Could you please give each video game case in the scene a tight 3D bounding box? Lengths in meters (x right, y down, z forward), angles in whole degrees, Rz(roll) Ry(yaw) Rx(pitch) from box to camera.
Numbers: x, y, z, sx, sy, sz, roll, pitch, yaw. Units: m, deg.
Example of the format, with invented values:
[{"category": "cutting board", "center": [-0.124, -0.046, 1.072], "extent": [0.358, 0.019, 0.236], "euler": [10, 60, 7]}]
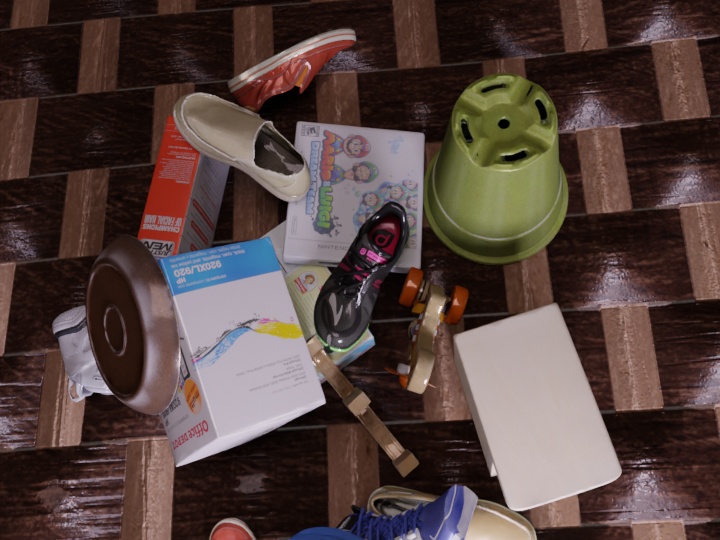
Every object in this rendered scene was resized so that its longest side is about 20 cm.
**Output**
[{"category": "video game case", "center": [-0.006, -0.099, 1.021], "extent": [0.176, 0.024, 0.205], "euler": [5, 67, -2]}]

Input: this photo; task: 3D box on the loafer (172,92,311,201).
[{"category": "loafer", "center": [-0.142, -0.165, 0.968], "extent": [0.197, 0.068, 0.077], "euler": [30, 64, -9]}]

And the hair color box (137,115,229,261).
[{"category": "hair color box", "center": [-0.232, -0.085, 1.018], "extent": [0.062, 0.111, 0.206], "euler": [5, 71, 9]}]

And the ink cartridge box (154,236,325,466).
[{"category": "ink cartridge box", "center": [-0.158, 0.094, 0.887], "extent": [0.142, 0.147, 0.205], "euler": [-13, 75, -37]}]

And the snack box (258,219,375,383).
[{"category": "snack box", "center": [-0.080, 0.043, 0.995], "extent": [0.115, 0.037, 0.202], "euler": [-33, 71, -6]}]

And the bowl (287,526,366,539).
[{"category": "bowl", "center": [-0.014, 0.359, 0.813], "extent": [0.198, 0.204, 0.039], "euler": [30, 36, 16]}]

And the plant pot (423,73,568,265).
[{"category": "plant pot", "center": [0.171, -0.137, 0.948], "extent": [0.194, 0.191, 0.206], "euler": [-2, 70, 5]}]

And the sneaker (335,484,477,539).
[{"category": "sneaker", "center": [0.031, 0.291, 0.817], "extent": [0.114, 0.202, 0.081], "euler": [33, 35, 4]}]

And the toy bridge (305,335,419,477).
[{"category": "toy bridge", "center": [-0.006, 0.157, 0.927], "extent": [0.027, 0.067, 0.201], "euler": [-39, 92, -7]}]

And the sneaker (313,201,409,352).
[{"category": "sneaker", "center": [0.000, 0.000, 0.923], "extent": [0.075, 0.084, 0.204], "euler": [23, 68, 6]}]

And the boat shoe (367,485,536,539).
[{"category": "boat shoe", "center": [0.102, 0.289, 0.870], "extent": [0.194, 0.076, 0.074], "euler": [7, 71, 9]}]

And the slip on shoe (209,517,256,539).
[{"category": "slip on shoe", "center": [-0.142, 0.386, 0.874], "extent": [0.072, 0.061, 0.205], "euler": [-8, 69, 5]}]

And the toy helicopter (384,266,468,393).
[{"category": "toy helicopter", "center": [0.067, 0.090, 0.890], "extent": [0.077, 0.200, 0.135], "euler": [21, 109, 0]}]

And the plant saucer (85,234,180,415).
[{"category": "plant saucer", "center": [-0.263, 0.064, 0.865], "extent": [0.032, 0.201, 0.203], "euler": [-10, 63, -40]}]

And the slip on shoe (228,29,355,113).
[{"category": "slip on shoe", "center": [-0.090, -0.284, 1.093], "extent": [0.197, 0.074, 0.062], "euler": [-32, 106, -12]}]

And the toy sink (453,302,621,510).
[{"category": "toy sink", "center": [0.195, 0.164, 0.884], "extent": [0.127, 0.113, 0.204], "euler": [-17, 65, 0]}]

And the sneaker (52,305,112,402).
[{"category": "sneaker", "center": [-0.294, 0.092, 0.987], "extent": [0.195, 0.075, 0.118], "euler": [-17, 71, 5]}]
